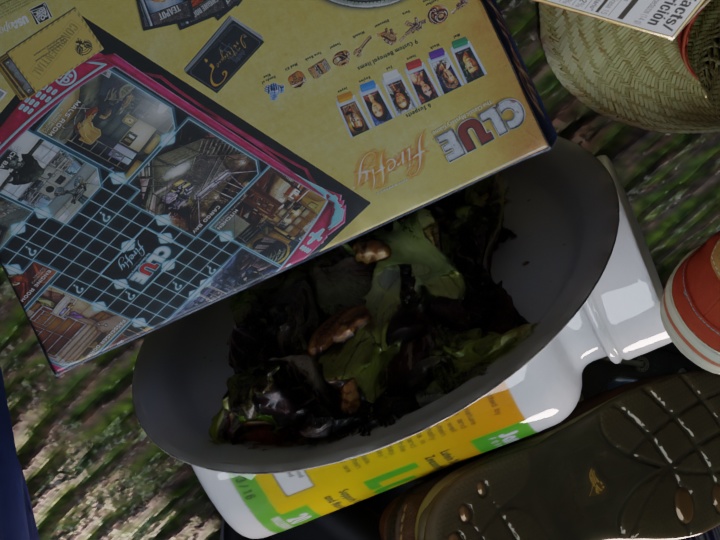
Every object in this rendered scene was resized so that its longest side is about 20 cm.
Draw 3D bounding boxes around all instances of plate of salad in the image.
[{"bbox_3d":[0.000,0.000,0.890,0.199,0.200,0.048,-21,121,9],"label":"plate of salad"}]

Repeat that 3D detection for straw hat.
[{"bbox_3d":[0.175,-0.089,0.914,0.200,0.085,0.201,-9,143,-7],"label":"straw hat"}]

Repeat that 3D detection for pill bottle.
[{"bbox_3d":[0.025,0.027,0.988,0.199,0.111,0.111,-22,142,9],"label":"pill bottle"}]

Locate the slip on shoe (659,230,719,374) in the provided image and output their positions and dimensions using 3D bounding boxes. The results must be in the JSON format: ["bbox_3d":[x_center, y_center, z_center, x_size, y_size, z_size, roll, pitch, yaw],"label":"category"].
[{"bbox_3d":[0.202,-0.023,0.963,0.200,0.074,0.061,-28,161,-36],"label":"slip on shoe"}]

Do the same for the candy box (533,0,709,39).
[{"bbox_3d":[0.022,-0.153,0.759,0.199,0.117,0.056,12,136,-31],"label":"candy box"}]

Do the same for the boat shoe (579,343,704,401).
[{"bbox_3d":[0.099,0.053,1.086,0.199,0.062,0.073,3,139,-22],"label":"boat shoe"}]

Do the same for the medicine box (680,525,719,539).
[{"bbox_3d":[0.223,0.157,1.225,0.182,0.103,0.200,-31,140,20],"label":"medicine box"}]

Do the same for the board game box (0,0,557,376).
[{"bbox_3d":[-0.048,-0.064,0.845,0.199,0.136,0.035,-24,-174,12],"label":"board game box"}]

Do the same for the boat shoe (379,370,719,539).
[{"bbox_3d":[0.097,0.087,1.038,0.200,0.072,0.067,-16,-170,-28],"label":"boat shoe"}]

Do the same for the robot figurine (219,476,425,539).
[{"bbox_3d":[-0.007,0.153,1.124,0.150,0.125,0.200,-5,142,-13],"label":"robot figurine"}]

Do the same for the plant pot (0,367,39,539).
[{"bbox_3d":[-0.225,0.142,0.991,0.199,0.200,0.180,-5,134,-12],"label":"plant pot"}]
